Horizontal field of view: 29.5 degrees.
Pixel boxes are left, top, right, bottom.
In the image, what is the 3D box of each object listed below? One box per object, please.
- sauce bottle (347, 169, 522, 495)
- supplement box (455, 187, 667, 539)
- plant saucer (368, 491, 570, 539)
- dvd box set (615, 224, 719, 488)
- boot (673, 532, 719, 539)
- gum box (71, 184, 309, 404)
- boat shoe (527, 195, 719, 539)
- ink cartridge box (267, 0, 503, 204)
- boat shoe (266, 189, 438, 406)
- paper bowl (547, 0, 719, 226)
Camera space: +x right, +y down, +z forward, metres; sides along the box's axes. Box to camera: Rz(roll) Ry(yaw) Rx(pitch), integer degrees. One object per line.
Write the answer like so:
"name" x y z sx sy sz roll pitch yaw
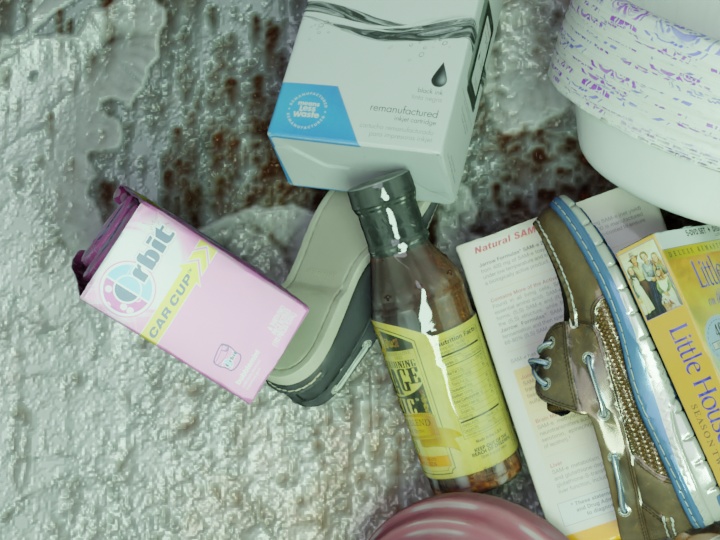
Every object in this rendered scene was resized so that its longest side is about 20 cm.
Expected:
"sauce bottle" 0.042 0.039 0.842 0.066 0.066 0.201 -18 96 10
"supplement box" 0.150 0.061 0.837 0.125 0.074 0.201 -19 75 10
"plant saucer" 0.063 0.232 0.793 0.200 0.051 0.202 7 101 36
"dvd box set" 0.225 0.069 0.771 0.029 0.146 0.201 -29 77 34
"boot" 0.175 0.201 0.815 0.199 0.074 0.096 8 54 26
"gum box" -0.112 0.007 0.846 0.113 0.200 0.066 33 88 -14
"boat shoe" 0.133 0.056 0.766 0.072 0.072 0.201 -26 73 11
"ink cartridge box" 0.024 -0.152 0.893 0.115 0.068 0.201 7 66 16
"boat shoe" 0.000 0.000 0.899 0.072 0.063 0.201 18 65 35
"paper bowl" 0.206 -0.095 0.795 0.200 0.200 0.105 23 114 18
